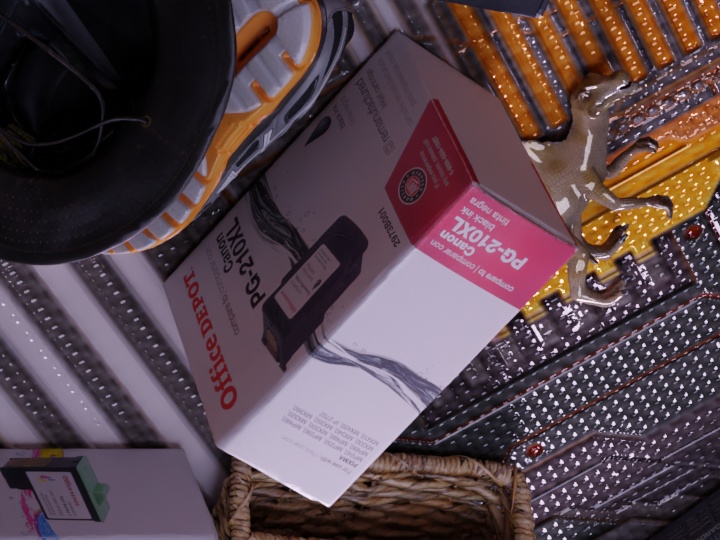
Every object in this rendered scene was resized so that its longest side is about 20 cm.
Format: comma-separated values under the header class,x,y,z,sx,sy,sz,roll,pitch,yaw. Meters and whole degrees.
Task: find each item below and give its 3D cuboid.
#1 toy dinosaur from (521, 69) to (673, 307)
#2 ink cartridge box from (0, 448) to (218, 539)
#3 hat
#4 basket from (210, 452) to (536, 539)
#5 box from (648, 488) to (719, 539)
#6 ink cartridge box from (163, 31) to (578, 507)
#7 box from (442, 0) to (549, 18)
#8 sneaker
class,x,y,z,sx,sy,sz,roll,pitch,yaw
toy dinosaur,0.104,-0.025,1.539,0.101,0.058,0.200,29,106,-19
ink cartridge box,-0.195,0.179,1.564,0.200,0.084,0.145,1,127,-20
hat,-0.136,-0.103,1.347,0.201,0.201,0.081,-42,169,15
basket,0.007,0.203,1.618,0.200,0.143,0.149,7,125,-25
box,0.254,0.205,1.771,0.200,0.051,0.158,-38,129,12
ink cartridge box,0.000,0.000,1.449,0.084,0.145,0.200,30,113,-34
box,0.025,-0.215,1.349,0.200,0.049,0.161,9,121,-25
sneaker,-0.075,-0.076,1.412,0.200,0.078,0.077,-39,169,30
